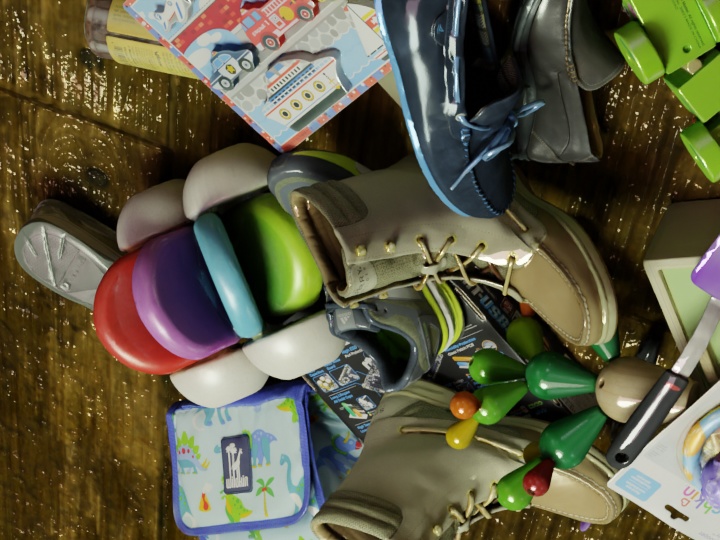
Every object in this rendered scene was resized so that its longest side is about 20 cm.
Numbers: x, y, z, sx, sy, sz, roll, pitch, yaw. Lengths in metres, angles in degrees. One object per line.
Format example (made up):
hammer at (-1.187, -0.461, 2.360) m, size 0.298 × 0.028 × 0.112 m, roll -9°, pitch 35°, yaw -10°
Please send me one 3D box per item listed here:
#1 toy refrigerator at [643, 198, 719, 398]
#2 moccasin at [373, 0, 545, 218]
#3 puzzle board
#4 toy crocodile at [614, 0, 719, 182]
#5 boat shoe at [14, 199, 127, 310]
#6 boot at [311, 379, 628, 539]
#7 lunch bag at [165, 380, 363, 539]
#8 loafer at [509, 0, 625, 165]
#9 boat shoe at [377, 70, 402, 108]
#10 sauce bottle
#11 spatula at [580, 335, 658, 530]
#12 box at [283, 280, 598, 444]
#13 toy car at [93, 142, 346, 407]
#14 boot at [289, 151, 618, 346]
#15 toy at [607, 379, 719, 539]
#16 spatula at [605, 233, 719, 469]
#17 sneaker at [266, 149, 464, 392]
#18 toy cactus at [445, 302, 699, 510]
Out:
toy refrigerator at (0.264, 0.050, 1.303) m, size 0.076 × 0.070 × 0.200 m, roll -4°, pitch 128°, yaw 33°
moccasin at (0.065, -0.105, 1.161) m, size 0.068 × 0.081 × 0.200 m, roll 0°, pitch 140°, yaw 26°
puzzle board at (-0.051, -0.166, 1.228) m, size 0.151 × 0.017 × 0.200 m, roll 43°, pitch 139°, yaw -12°
toy crocodile at (0.209, -0.121, 1.182) m, size 0.067 × 0.062 × 0.200 m, roll -35°, pitch 112°, yaw 3°
boat shoe at (-0.186, 0.013, 1.558) m, size 0.202 × 0.065 × 0.074 m, roll 33°, pitch 120°, yaw -9°
boot at (0.081, 0.172, 1.384) m, size 0.200 × 0.155 × 0.072 m, roll 20°, pitch 138°, yaw 15°
lunch bag at (-0.060, 0.186, 1.603) m, size 0.170 × 0.127 × 0.200 m, roll -12°, pitch 110°, yaw 41°
loafer at (0.132, -0.142, 1.204) m, size 0.072 × 0.073 × 0.200 m, roll 14°, pitch 146°, yaw 7°
boat shoe at (0.012, -0.182, 1.241) m, size 0.201 × 0.063 × 0.074 m, roll 48°, pitch 158°, yaw -18°
sauce bottle at (-0.091, -0.159, 1.322) m, size 0.200 × 0.065 × 0.065 m, roll 15°, pitch 136°, yaw 20°
spatula at (0.194, 0.121, 1.431) m, size 0.021 × 0.057 × 0.200 m, roll 17°, pitch 134°, yaw 10°
box at (0.052, 0.072, 1.470) m, size 0.200 × 0.050 × 0.199 m, roll -26°, pitch 111°, yaw 43°
toy car at (-0.119, 0.014, 1.412) m, size 0.200 × 0.150 × 0.175 m, roll -22°, pitch 89°, yaw 43°
boot at (0.060, -0.006, 1.251) m, size 0.200 × 0.154 × 0.072 m, roll 51°, pitch 147°, yaw 35°
toy at (0.273, 0.116, 1.267) m, size 0.115 × 0.047 × 0.200 m, roll 32°, pitch 115°, yaw -21°
spatula at (0.214, 0.053, 1.243) m, size 0.056 × 0.021 × 0.200 m, roll 27°, pitch 113°, yaw -8°
sneaker at (0.000, 0.000, 1.337) m, size 0.074 × 0.081 × 0.200 m, roll -20°, pitch 119°, yaw 39°
toy cactus at (0.148, 0.070, 1.317) m, size 0.165 × 0.200 × 0.102 m, roll 10°, pitch 167°, yaw 26°
